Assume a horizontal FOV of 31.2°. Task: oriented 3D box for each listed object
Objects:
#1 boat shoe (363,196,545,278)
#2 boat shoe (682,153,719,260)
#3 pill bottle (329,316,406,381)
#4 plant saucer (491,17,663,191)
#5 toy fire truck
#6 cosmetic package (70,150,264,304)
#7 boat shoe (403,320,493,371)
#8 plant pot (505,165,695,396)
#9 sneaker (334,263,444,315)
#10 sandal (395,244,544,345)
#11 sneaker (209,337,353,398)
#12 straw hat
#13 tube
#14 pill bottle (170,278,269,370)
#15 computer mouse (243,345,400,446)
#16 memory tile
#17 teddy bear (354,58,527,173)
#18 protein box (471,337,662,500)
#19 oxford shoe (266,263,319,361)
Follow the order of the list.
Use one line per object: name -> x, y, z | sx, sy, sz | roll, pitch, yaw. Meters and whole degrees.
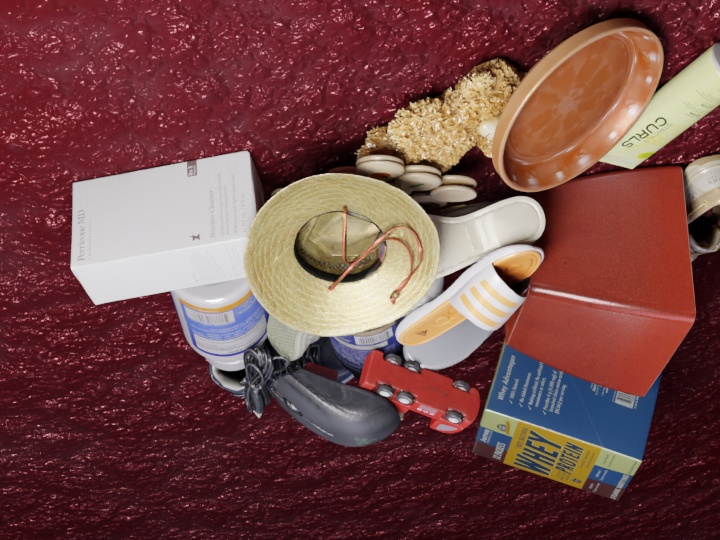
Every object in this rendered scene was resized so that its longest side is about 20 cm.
boat shoe -> 0.100, -0.034, 1.387 | 0.197, 0.073, 0.060 | -15, 179, 5
boat shoe -> 0.392, -0.052, 1.506 | 0.073, 0.070, 0.201 | -11, 151, -6
pill bottle -> 0.013, 0.064, 1.586 | 0.110, 0.113, 0.201 | -8, 150, 3
plant saucer -> 0.208, -0.162, 1.257 | 0.198, 0.032, 0.202 | -27, 147, -19
toy fire truck -> 0.032, 0.153, 1.564 | 0.198, 0.049, 0.141 | 21, 152, -10
cosmetic package -> -0.200, -0.045, 1.359 | 0.197, 0.114, 0.081 | -11, 149, 2
boat shoe -> 0.128, 0.062, 1.590 | 0.199, 0.071, 0.070 | -38, 174, -23
plant pot -> 0.261, 0.007, 1.476 | 0.173, 0.203, 0.201 | 5, 149, -4
sneaker -> 0.000, 0.000, 1.427 | 0.197, 0.117, 0.074 | 3, 169, -3
sandal -> 0.124, 0.044, 1.386 | 0.079, 0.060, 0.206 | 10, 141, -44
sneaker -> -0.096, 0.119, 1.656 | 0.199, 0.078, 0.146 | -7, 171, 1
straw hat -> -0.021, -0.033, 1.327 | 0.198, 0.085, 0.204 | -2, 122, -3
tube -> 0.317, -0.160, 1.337 | 0.058, 0.052, 0.200 | 45, 141, -4
pill bottle -> -0.160, 0.036, 1.503 | 0.110, 0.114, 0.201 | -6, 151, -1
computer mouse -> -0.051, 0.166, 1.523 | 0.197, 0.053, 0.139 | 17, 148, 4
memory tile -> 0.013, -0.080, 1.371 | 0.152, 0.017, 0.199 | 11, 163, -37
teddy bear -> 0.086, -0.136, 1.306 | 0.198, 0.068, 0.145 | -20, 150, 23
protein box -> 0.268, 0.151, 1.642 | 0.197, 0.200, 0.136 | 17, 150, 7
oxford shoe -> -0.063, 0.037, 1.453 | 0.058, 0.075, 0.201 | -36, 165, -25
